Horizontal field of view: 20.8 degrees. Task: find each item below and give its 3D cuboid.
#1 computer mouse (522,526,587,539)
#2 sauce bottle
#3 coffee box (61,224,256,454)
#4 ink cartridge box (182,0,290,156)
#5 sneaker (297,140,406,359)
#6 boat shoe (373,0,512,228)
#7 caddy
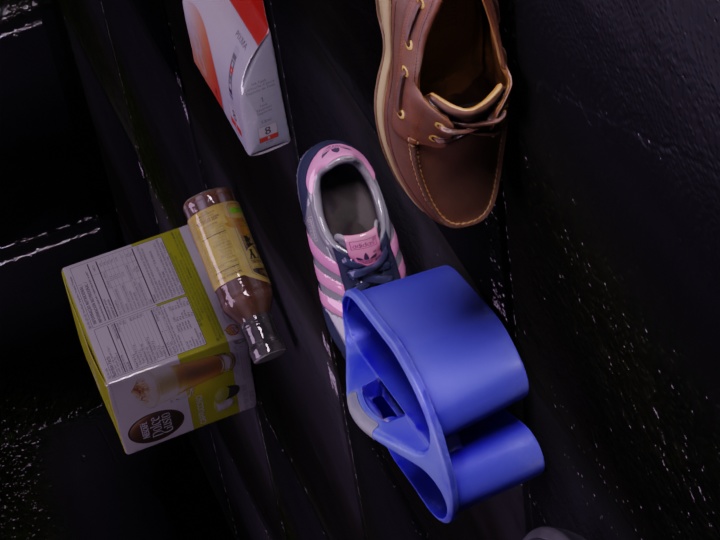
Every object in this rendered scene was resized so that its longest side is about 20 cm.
[{"bbox_3d":[0.138,0.252,1.263,0.138,0.053,0.200,28,124,51],"label":"computer mouse"},{"bbox_3d":[-0.137,0.006,2.200,0.065,0.065,0.200,117,132,-75],"label":"sauce bottle"},{"bbox_3d":[-0.271,0.093,2.646,0.200,0.197,0.200,87,160,-57],"label":"coffee box"},{"bbox_3d":[-0.123,-0.226,1.766,0.200,0.050,0.162,77,167,-45],"label":"ink cartridge box"},{"bbox_3d":[0.000,0.000,1.472,0.082,0.070,0.200,-176,65,-83],"label":"sneaker"},{"bbox_3d":[0.049,-0.099,1.100,0.068,0.072,0.200,-120,17,-49],"label":"boat shoe"},{"bbox_3d":[0.044,0.085,1.353,0.200,0.105,0.142,-129,23,-59],"label":"caddy"}]
